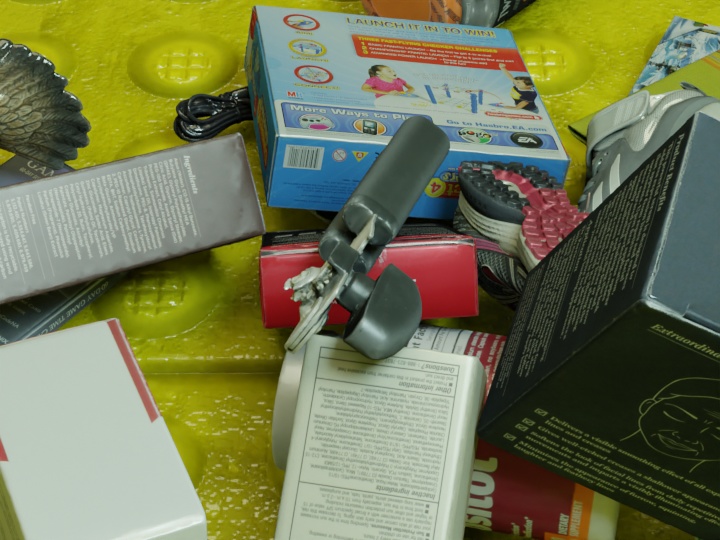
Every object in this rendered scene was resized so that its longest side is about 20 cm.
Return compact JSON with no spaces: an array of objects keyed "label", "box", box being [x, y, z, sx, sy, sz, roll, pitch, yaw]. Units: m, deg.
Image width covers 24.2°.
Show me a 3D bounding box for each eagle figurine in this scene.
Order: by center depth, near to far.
[{"label":"eagle figurine","box":[-0.304,-0.091,1.136,0.200,0.152,0.151,21,27,28]}]

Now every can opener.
[{"label":"can opener","box":[0.010,-0.014,0.898,0.066,0.053,0.200,35,36,-7]}]

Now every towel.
[{"label":"towel","box":[0.252,-0.119,1.203,0.200,0.018,0.086,-27,44,-23]}]

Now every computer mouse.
[{"label":"computer mouse","box":[-0.037,-0.075,1.195,0.110,0.044,0.200,-17,42,-37]}]

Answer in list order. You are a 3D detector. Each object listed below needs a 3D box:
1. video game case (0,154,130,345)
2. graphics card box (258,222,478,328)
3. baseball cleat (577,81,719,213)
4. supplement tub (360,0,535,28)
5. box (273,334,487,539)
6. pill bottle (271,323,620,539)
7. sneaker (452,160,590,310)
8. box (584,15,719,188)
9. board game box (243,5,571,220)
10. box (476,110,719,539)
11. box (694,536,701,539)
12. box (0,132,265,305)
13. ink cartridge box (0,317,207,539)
[{"label":"video game case","box":[-0.247,-0.003,1.143,0.143,0.019,0.200,28,50,27]},{"label":"graphics card box","box":[0.000,0.000,1.034,0.125,0.051,0.200,-4,5,-3]},{"label":"baseball cleat","box":[0.167,-0.039,1.108,0.200,0.070,0.106,-44,48,-4]},{"label":"supplement tub","box":[0.097,-0.258,1.331,0.122,0.123,0.200,32,53,30]},{"label":"box","box":[0.006,0.141,0.871,0.095,0.078,0.200,9,81,10]},{"label":"pill bottle","box":[0.055,0.090,0.972,0.200,0.113,0.113,8,44,11]},{"label":"sneaker","box":[0.116,0.000,1.016,0.080,0.075,0.200,0,25,-20]},{"label":"box","box":[0.261,-0.103,1.225,0.137,0.040,0.200,18,47,20]},{"label":"board game box","box":[0.025,-0.111,1.177,0.199,0.056,0.196,4,33,-11]},{"label":"box","box":[0.169,0.037,0.819,0.148,0.200,0.107,25,62,-8]},{"label":"box","box":[0.266,0.111,0.871,0.101,0.200,0.113,26,43,-7]},{"label":"box","box":[-0.173,-0.029,1.073,0.200,0.075,0.100,-17,4,-23]},{"label":"ink cartridge box","box":[-0.135,0.149,0.851,0.084,0.200,0.144,-14,45,-19]}]
